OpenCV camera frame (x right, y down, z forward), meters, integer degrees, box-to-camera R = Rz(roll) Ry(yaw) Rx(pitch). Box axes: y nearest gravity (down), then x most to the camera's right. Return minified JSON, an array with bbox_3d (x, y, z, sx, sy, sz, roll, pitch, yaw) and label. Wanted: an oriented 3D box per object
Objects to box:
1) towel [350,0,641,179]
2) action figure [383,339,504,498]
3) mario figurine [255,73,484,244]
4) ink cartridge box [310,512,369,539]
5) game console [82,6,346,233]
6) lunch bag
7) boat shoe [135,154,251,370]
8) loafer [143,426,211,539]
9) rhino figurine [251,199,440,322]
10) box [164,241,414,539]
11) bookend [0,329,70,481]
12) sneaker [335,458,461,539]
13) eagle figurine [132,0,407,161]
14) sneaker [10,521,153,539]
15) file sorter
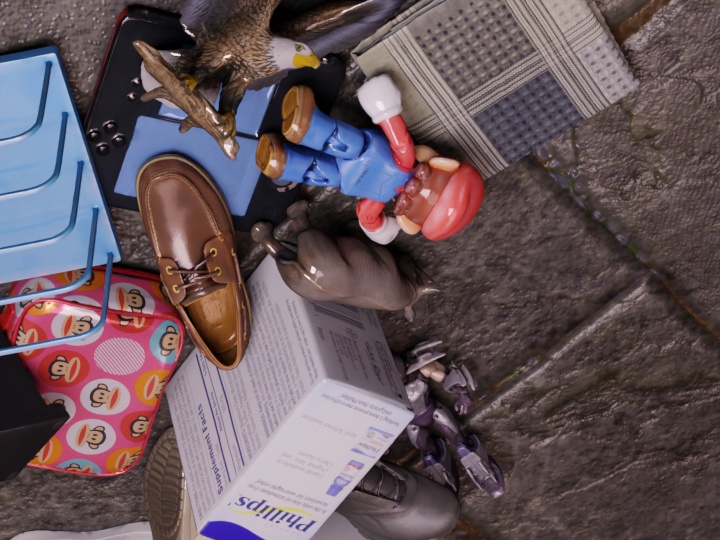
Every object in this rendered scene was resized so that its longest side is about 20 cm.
[{"bbox_3d":[0.115,-0.176,1.492,0.192,0.035,0.200,-30,133,13],"label":"towel"},{"bbox_3d":[0.064,0.144,1.709,0.129,0.070,0.200,-23,128,19],"label":"action figure"},{"bbox_3d":[0.013,-0.092,1.484,0.199,0.107,0.123,20,160,-24],"label":"mario figurine"},{"bbox_3d":[-0.068,0.323,1.762,0.146,0.145,0.201,1,129,-18],"label":"ink cartridge box"},{"bbox_3d":[-0.128,-0.119,1.460,0.198,0.031,0.178,10,125,-24],"label":"game console"},{"bbox_3d":[-0.259,0.086,1.553,0.175,0.082,0.201,10,125,-23],"label":"lunch bag"},{"bbox_3d":[-0.133,-0.004,1.481,0.071,0.068,0.201,-17,123,0],"label":"boat shoe"},{"bbox_3d":[-0.161,0.243,1.696,0.068,0.075,0.202,-8,106,-38],"label":"loafer"},{"bbox_3d":[0.000,0.000,1.547,0.199,0.088,0.060,15,122,-45],"label":"rhino figurine"},{"bbox_3d":[-0.068,0.117,1.569,0.104,0.185,0.200,23,120,-33],"label":"box"},{"bbox_3d":[-0.374,0.080,1.436,0.092,0.201,0.198,-44,162,28],"label":"bookend"},{"bbox_3d":[-0.001,0.203,1.673,0.198,0.076,0.091,14,151,8],"label":"sneaker"},{"bbox_3d":[-0.071,-0.188,1.364,0.201,0.150,0.152,-55,170,-18],"label":"eagle figurine"},{"bbox_3d":[-0.240,0.309,1.720,0.198,0.116,0.074,-3,127,-16],"label":"sneaker"},{"bbox_3d":[-0.281,-0.048,1.387,0.137,0.123,0.201,-11,125,3],"label":"file sorter"}]
